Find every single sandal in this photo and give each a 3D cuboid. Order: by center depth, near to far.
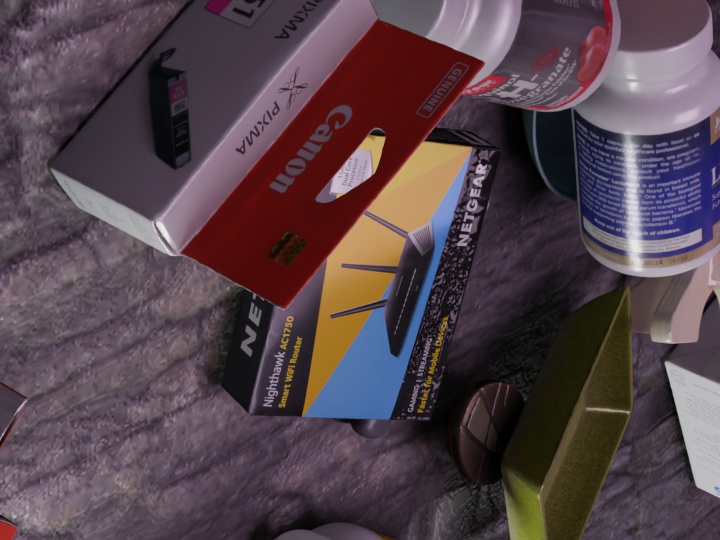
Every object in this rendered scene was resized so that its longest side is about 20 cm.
[{"bbox_3d":[0.099,0.124,1.685,0.082,0.054,0.200,-70,160,1],"label":"sandal"}]

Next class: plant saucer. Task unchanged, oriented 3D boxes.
[{"bbox_3d":[0.181,-0.153,1.628,0.200,0.036,0.201,-29,132,-38],"label":"plant saucer"},{"bbox_3d":[0.163,0.136,1.714,0.200,0.048,0.200,77,34,-55],"label":"plant saucer"}]

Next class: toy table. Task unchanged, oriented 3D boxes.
[{"bbox_3d":[0.290,-0.001,1.762,0.200,0.184,0.118,2,93,-44],"label":"toy table"}]

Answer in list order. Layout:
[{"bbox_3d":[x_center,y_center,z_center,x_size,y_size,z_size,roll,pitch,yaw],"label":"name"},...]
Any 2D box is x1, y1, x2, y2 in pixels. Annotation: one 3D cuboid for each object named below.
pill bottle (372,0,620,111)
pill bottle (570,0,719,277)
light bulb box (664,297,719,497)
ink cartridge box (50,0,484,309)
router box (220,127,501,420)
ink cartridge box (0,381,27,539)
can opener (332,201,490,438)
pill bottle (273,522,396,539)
[{"bbox_3d":[0.079,-0.170,1.421,0.200,0.111,0.111,5,107,-53],"label":"pill bottle"},{"bbox_3d":[0.212,-0.104,1.568,0.116,0.116,0.200,-39,138,-31],"label":"pill bottle"},{"bbox_3d":[0.400,0.100,1.990,0.198,0.125,0.200,-48,141,-23],"label":"light bulb box"},{"bbox_3d":[-0.055,-0.091,1.241,0.200,0.173,0.044,-51,143,-18],"label":"ink cartridge box"},{"bbox_3d":[0.000,0.000,1.437,0.149,0.051,0.201,4,108,-31],"label":"router box"},{"bbox_3d":[-0.253,0.145,1.188,0.050,0.109,0.200,34,83,-55],"label":"ink cartridge box"},{"bbox_3d":[0.043,0.026,1.546,0.067,0.053,0.200,18,97,-54],"label":"can opener"},{"bbox_3d":[0.003,0.246,1.586,0.200,0.104,0.104,31,86,-55],"label":"pill bottle"}]
